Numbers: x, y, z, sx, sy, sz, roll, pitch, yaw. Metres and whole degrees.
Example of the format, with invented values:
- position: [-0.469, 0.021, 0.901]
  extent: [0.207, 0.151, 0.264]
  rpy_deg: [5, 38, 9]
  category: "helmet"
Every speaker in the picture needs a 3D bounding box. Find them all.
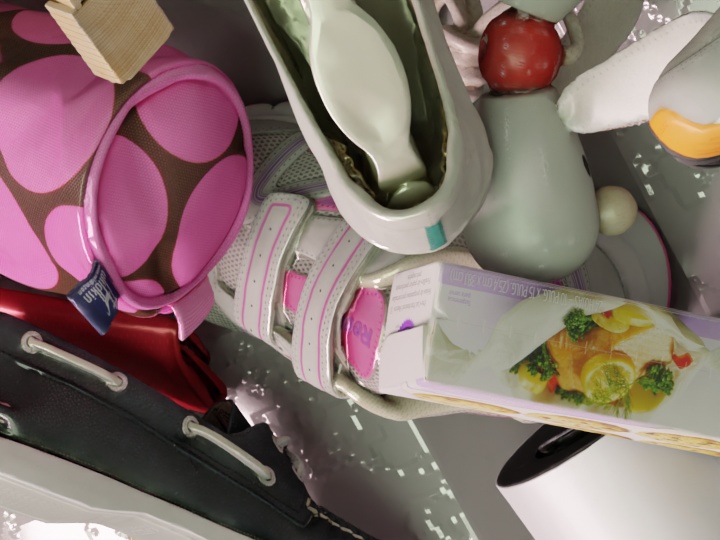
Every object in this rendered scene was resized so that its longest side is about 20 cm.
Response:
- position: [0.132, 0.126, 0.910]
  extent: [0.081, 0.081, 0.201]
  rpy_deg: [-33, 97, 28]
  category: "speaker"

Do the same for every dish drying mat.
- position: [-0.149, 0.016, 0.981]
  extent: [0.198, 0.077, 0.018]
  rpy_deg: [11, 74, 16]
  category: "dish drying mat"

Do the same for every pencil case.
- position: [-0.132, -0.042, 0.911]
  extent: [0.199, 0.091, 0.094]
  rpy_deg: [19, 141, 36]
  category: "pencil case"

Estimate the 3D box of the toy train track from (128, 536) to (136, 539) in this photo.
- position: [-0.067, 0.155, 1.014]
  extent: [0.114, 0.032, 0.202]
  rpy_deg: [20, 114, 58]
  category: "toy train track"

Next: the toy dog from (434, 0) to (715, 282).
- position: [0.083, -0.102, 0.830]
  extent: [0.095, 0.132, 0.201]
  rpy_deg: [1, 124, -14]
  category: "toy dog"

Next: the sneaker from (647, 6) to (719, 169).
- position: [0.133, -0.115, 0.767]
  extent: [0.092, 0.200, 0.076]
  rpy_deg: [44, 157, -1]
  category: "sneaker"

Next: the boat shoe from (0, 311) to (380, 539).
- position: [-0.055, 0.073, 0.940]
  extent: [0.199, 0.061, 0.075]
  rpy_deg: [26, 161, -31]
  category: "boat shoe"

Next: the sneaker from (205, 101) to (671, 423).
- position: [0.000, 0.000, 0.903]
  extent: [0.198, 0.088, 0.082]
  rpy_deg: [9, 114, 17]
  category: "sneaker"

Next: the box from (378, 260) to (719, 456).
- position: [0.104, 0.035, 0.846]
  extent: [0.199, 0.041, 0.039]
  rpy_deg: [12, 81, -20]
  category: "box"

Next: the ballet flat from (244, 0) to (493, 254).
- position: [-0.015, -0.099, 0.787]
  extent: [0.069, 0.069, 0.201]
  rpy_deg: [-24, 92, 26]
  category: "ballet flat"

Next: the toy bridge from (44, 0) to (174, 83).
- position: [-0.138, -0.115, 0.870]
  extent: [0.200, 0.027, 0.067]
  rpy_deg: [27, 159, 48]
  category: "toy bridge"
